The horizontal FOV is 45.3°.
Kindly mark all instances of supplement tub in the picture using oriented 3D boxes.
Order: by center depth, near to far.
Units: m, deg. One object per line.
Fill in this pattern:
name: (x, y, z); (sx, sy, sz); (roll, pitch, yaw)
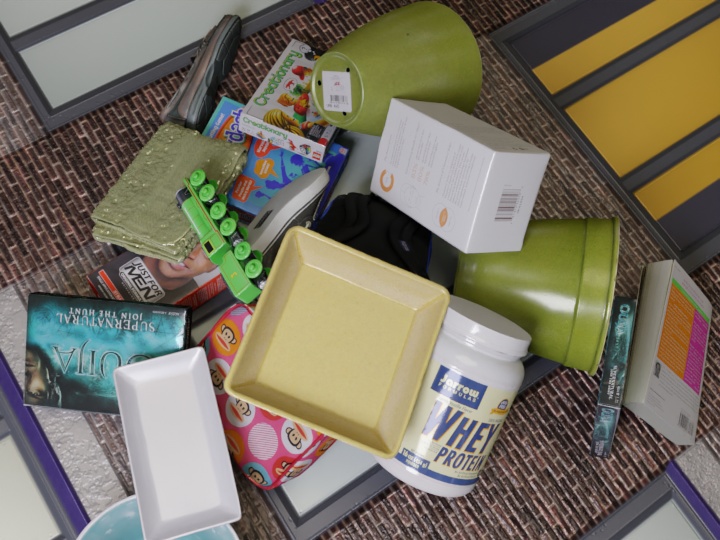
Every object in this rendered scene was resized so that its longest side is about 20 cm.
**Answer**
supplement tub: (0.106, 0.144, 1.016); (0.143, 0.145, 0.202); (23, 100, 4)

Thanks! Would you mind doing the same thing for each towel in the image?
towel: (-0.246, -0.103, 1.124); (0.147, 0.037, 0.202); (19, 61, 15)

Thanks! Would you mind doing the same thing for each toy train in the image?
toy train: (-0.168, -0.043, 1.036); (0.056, 0.042, 0.201); (-40, 59, 7)

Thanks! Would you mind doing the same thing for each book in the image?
book: (0.410, 0.108, 1.132); (0.133, 0.048, 0.202); (35, 61, -31)

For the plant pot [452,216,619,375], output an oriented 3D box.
plant pot: (0.218, 0.018, 1.111); (0.190, 0.201, 0.203); (9, 66, 10)

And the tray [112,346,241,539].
tray: (-0.204, 0.192, 0.956); (0.106, 0.022, 0.202); (-12, 68, -13)

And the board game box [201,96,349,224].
board game box: (-0.134, -0.137, 1.203); (0.198, 0.045, 0.154); (22, 67, 3)

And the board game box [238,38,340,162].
board game box: (-0.077, -0.245, 1.229); (0.125, 0.035, 0.201); (21, 48, 2)

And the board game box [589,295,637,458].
board game box: (0.308, 0.136, 1.055); (0.028, 0.201, 0.137); (9, 65, 16)

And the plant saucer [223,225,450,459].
plant saucer: (-0.024, 0.080, 0.950); (0.198, 0.048, 0.202); (22, 73, -2)

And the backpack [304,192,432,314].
backpack: (0.000, 0.000, 1.099); (0.160, 0.169, 0.201); (20, 34, -2)

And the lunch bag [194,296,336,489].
lunch bag: (-0.105, 0.135, 1.022); (0.201, 0.176, 0.082); (52, 29, 17)

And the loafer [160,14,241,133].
loafer: (-0.230, -0.292, 1.246); (0.062, 0.072, 0.202); (15, 68, 6)

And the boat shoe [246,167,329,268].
boat shoe: (-0.097, -0.055, 1.118); (0.201, 0.070, 0.064); (-52, 120, -33)

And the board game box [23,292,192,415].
board game box: (-0.303, 0.103, 1.035); (0.197, 0.028, 0.138); (4, 94, 7)

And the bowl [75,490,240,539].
bowl: (-0.221, 0.354, 0.953); (0.197, 0.105, 0.204); (2, 66, -5)

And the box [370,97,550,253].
box: (0.115, -0.119, 1.057); (0.096, 0.126, 0.200); (-3, 28, -37)

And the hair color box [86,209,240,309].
hair color box: (-0.241, 0.001, 1.124); (0.199, 0.061, 0.102); (-35, 74, -20)

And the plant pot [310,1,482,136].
plant pot: (0.033, -0.255, 1.155); (0.199, 0.188, 0.188); (-24, 69, -46)
